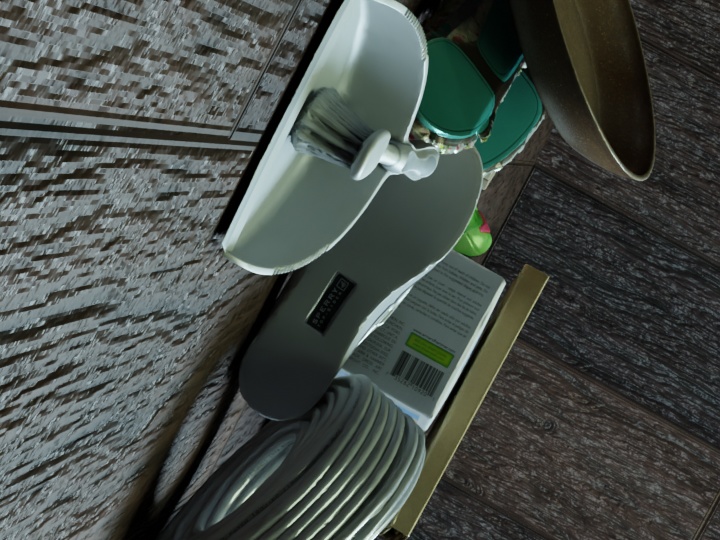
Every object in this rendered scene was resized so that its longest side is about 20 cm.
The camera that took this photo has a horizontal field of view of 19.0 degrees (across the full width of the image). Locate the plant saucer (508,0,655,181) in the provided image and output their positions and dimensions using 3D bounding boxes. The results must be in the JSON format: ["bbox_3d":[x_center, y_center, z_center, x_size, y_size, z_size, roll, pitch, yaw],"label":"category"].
[{"bbox_3d":[0.127,-0.147,1.286,0.200,0.036,0.202,-15,90,-70],"label":"plant saucer"}]

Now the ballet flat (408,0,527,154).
[{"bbox_3d":[0.047,-0.107,1.229,0.064,0.076,0.200,-27,-171,32],"label":"ballet flat"}]

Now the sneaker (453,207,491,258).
[{"bbox_3d":[0.047,-0.038,1.618,0.083,0.077,0.200,-25,-177,2],"label":"sneaker"}]

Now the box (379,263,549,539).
[{"bbox_3d":[0.069,0.097,1.499,0.201,0.021,0.164,-60,177,-9],"label":"box"}]

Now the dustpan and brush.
[{"bbox_3d":[0.003,-0.061,1.053,0.140,0.057,0.200,-63,175,8],"label":"dustpan and brush"}]

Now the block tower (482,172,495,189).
[{"bbox_3d":[0.112,-0.155,1.634,0.058,0.054,0.201,-57,172,-46],"label":"block tower"}]

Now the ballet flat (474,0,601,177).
[{"bbox_3d":[0.091,-0.125,1.363,0.200,0.071,0.072,-51,170,-30],"label":"ballet flat"}]

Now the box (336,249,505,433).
[{"bbox_3d":[0.020,0.038,1.429,0.102,0.112,0.200,-61,175,-8],"label":"box"}]

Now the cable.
[{"bbox_3d":[-0.051,0.144,1.256,0.200,0.069,0.200,-43,-171,-2],"label":"cable"}]

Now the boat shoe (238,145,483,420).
[{"bbox_3d":[0.000,0.000,1.268,0.201,0.071,0.070,-55,-177,6],"label":"boat shoe"}]
